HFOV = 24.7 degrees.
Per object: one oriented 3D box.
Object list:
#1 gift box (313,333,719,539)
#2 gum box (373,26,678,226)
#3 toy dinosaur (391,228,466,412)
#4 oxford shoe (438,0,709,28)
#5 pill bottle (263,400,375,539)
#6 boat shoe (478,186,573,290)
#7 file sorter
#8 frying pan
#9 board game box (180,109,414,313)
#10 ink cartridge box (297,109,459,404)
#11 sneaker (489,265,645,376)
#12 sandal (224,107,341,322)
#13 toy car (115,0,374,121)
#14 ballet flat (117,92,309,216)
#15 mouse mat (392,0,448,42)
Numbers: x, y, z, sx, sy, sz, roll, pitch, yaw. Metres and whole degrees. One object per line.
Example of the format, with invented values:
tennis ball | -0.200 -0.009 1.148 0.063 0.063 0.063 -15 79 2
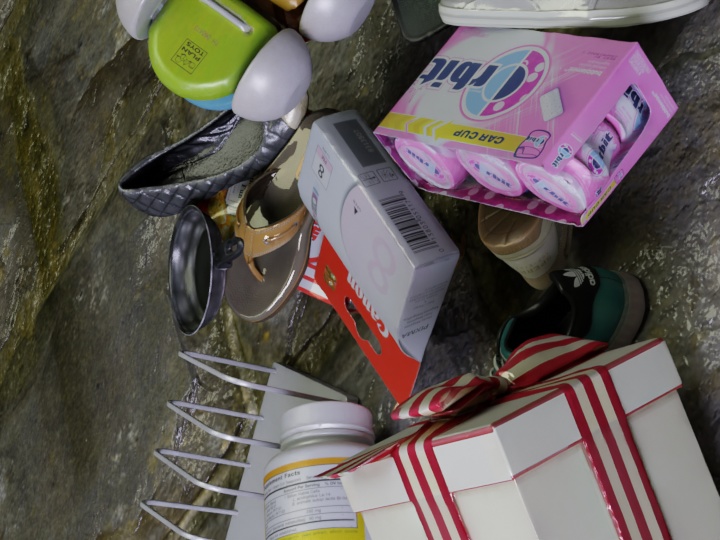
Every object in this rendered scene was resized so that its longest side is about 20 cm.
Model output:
gift box | 0.098 0.150 1.043 0.200 0.184 0.187 -20 91 47
gum box | 0.116 -0.106 1.159 0.114 0.066 0.200 -51 34 -15
toy dinosaur | 0.038 0.005 1.363 0.106 0.060 0.200 -34 74 47
oxford shoe | 0.149 -0.205 1.178 0.199 0.075 0.058 5 106 24
pill bottle | -0.023 0.212 1.326 0.109 0.109 0.201 -33 52 47
boat shoe | 0.132 -0.072 1.227 0.072 0.065 0.200 -21 39 28
file sorter | -0.111 0.184 1.459 0.139 0.124 0.201 19 95 58
frying pan | -0.131 -0.019 1.425 0.190 0.031 0.115 127 137 -50
board game box | -0.053 -0.066 1.462 0.200 0.046 0.152 22 99 32
ink cartridge box | 0.000 0.000 1.297 0.163 0.057 0.200 56 144 31
sneaker | 0.120 0.077 1.180 0.200 0.080 0.071 -62 36 23
sandal | -0.071 -0.050 1.412 0.080 0.054 0.200 37 108 29
toy car | -0.096 -0.216 1.382 0.200 0.175 0.150 -53 -7 -14
ballet flat | -0.127 -0.105 1.449 0.200 0.057 0.067 -33 66 22
mouse mat | 0.082 -0.294 1.344 0.161 0.008 0.200 -28 55 19
